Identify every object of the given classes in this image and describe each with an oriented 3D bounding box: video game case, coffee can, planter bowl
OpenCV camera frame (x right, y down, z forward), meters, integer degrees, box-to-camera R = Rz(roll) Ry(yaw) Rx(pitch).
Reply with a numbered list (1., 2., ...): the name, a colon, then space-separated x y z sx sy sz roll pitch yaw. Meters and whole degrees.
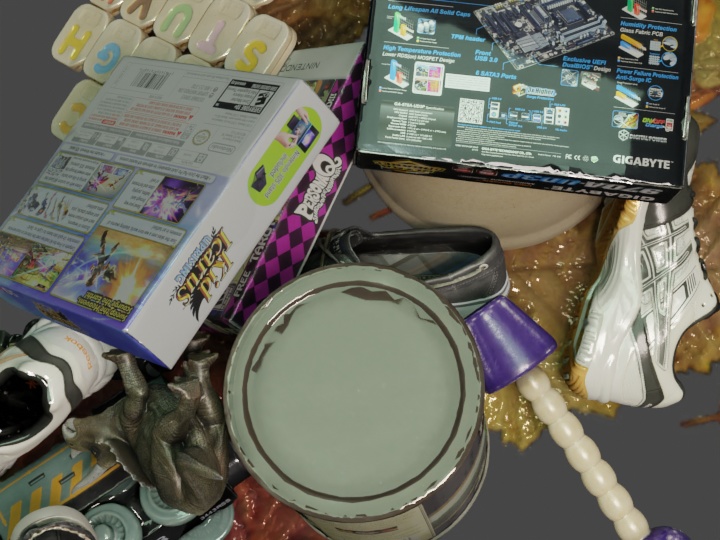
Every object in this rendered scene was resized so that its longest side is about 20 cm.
1. video game case: -0.074 -0.054 1.027 0.036 0.181 0.200 32 77 -29
2. coffee can: 0.005 0.092 0.952 0.146 0.200 0.147 -1 74 5
3. video game case: -0.132 -0.043 0.954 0.200 0.045 0.181 15 66 49
4. planter bowl: 0.088 -0.126 1.039 0.200 0.135 0.201 -1 75 5

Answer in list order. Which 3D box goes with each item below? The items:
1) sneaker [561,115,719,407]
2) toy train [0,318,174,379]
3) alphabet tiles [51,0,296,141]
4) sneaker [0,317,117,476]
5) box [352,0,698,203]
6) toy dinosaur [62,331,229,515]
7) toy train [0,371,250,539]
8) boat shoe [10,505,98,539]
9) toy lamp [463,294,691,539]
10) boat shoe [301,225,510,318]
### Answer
1. sneaker: 0.199 -0.006 1.026 0.088 0.076 0.200 16 93 -2
2. toy train: -0.209 0.057 1.044 0.200 0.034 0.046 -3 62 24
3. alphabet tiles: -0.135 -0.159 1.088 0.200 0.015 0.196 31 86 37
4. sneaker: -0.243 0.096 1.003 0.074 0.080 0.200 47 120 -5
5. box: 0.102 -0.131 0.943 0.200 0.046 0.159 6 80 0
6. toy dinosaur: -0.105 0.099 0.906 0.077 0.200 0.102 -16 110 -32
7. toy train: -0.171 0.156 1.019 0.200 0.085 0.114 -34 62 -2
8. boat shoe: -0.159 0.239 0.948 0.074 0.060 0.200 -17 113 -10
9. toy lamp: 0.133 0.106 0.984 0.058 0.058 0.200 -36 88 -5
10. boat shoe: 0.000 0.000 1.037 0.200 0.066 0.070 0 47 5
